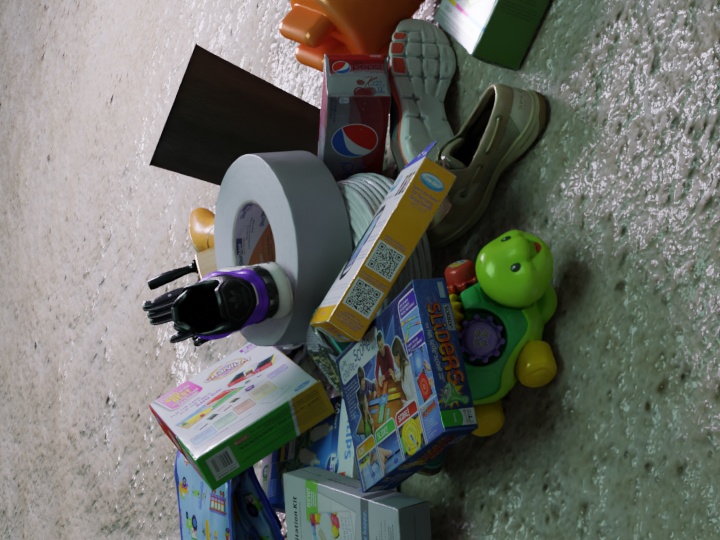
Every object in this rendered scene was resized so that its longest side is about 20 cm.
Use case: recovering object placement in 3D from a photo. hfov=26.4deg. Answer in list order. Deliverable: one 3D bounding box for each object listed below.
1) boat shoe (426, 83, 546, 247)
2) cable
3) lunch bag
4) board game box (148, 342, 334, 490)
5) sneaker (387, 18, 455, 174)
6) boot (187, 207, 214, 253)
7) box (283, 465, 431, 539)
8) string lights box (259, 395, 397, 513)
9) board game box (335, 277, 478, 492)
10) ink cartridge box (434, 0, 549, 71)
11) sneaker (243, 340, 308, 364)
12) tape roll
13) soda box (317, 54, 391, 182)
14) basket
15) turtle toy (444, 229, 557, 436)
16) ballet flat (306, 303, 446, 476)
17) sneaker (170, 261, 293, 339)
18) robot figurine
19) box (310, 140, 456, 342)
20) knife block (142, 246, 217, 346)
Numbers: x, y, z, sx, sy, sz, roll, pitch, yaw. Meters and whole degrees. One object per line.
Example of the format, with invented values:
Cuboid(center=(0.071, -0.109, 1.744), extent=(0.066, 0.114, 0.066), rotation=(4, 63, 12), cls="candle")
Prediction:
Cuboid(center=(0.103, -0.104, 1.502), extent=(0.200, 0.064, 0.073), rotation=(-52, 37, 37), cls="boat shoe")
Cuboid(center=(0.000, 0.000, 1.593), extent=(0.200, 0.069, 0.202), rotation=(31, 123, 54), cls="cable")
Cuboid(center=(-0.148, 0.279, 1.677), extent=(0.150, 0.093, 0.202), rotation=(7, 113, 61), cls="lunch bag")
Cuboid(center=(-0.130, 0.146, 1.634), extent=(0.041, 0.152, 0.200), rotation=(63, 167, -20), cls="board game box")
Cuboid(center=(0.052, -0.172, 1.617), extent=(0.082, 0.076, 0.202), rotation=(128, 148, -56), cls="sneaker")
Cuboid(center=(-0.145, -0.059, 1.936), extent=(0.144, 0.070, 0.202), rotation=(-54, 38, 24), cls="boot")
Cuboid(center=(-0.003, 0.285, 1.488), extent=(0.199, 0.041, 0.158), rotation=(8, 103, 56), cls="box")
Cuboid(center=(-0.033, 0.196, 1.625), extent=(0.199, 0.058, 0.104), rotation=(-25, 56, 55), cls="string lights box")
Cuboid(center=(0.037, 0.107, 1.371), extent=(0.200, 0.034, 0.137), rotation=(133, 129, -60), cls="board game box")
Cuboid(center=(0.153, -0.311, 1.506), extent=(0.201, 0.059, 0.104), rotation=(-65, 31, 20), cls="ink cartridge box")
Cuboid(center=(-0.075, 0.061, 1.759), extent=(0.071, 0.072, 0.201), rotation=(63, 141, 38), cls="sneaker")
Cuboid(center=(-0.084, -0.023, 1.603), extent=(0.200, 0.066, 0.203), rotation=(15, 107, 59), cls="tape roll")
Cuboid(center=(-0.010, -0.137, 1.630), extent=(0.201, 0.069, 0.064), rotation=(97, 170, -51), cls="soda box")
Cuboid(center=(-0.124, -0.155, 1.763), extent=(0.181, 0.198, 0.137), rotation=(-83, 17, -56), cls="basket")
Cuboid(center=(0.111, 0.044, 1.386), extent=(0.200, 0.100, 0.147), rotation=(-49, 39, 32), cls="turtle toy")
Cuboid(center=(0.012, 0.123, 1.511), extent=(0.201, 0.072, 0.072), rotation=(55, 133, 12), cls="ballet flat")
Cuboid(center=(-0.155, 0.035, 1.566), extent=(0.200, 0.099, 0.070), rotation=(-21, 86, 59), cls="sneaker")
Cuboid(center=(0.003, -0.304, 1.653), extent=(0.200, 0.144, 0.117), rotation=(-47, 3, -15), cls="robot figurine")
Cuboid(center=(0.026, -0.026, 1.439), extent=(0.201, 0.041, 0.119), rotation=(-57, 6, -8), cls="box")
Cuboid(center=(-0.156, 0.005, 1.802), extent=(0.201, 0.174, 0.064), rotation=(-57, 35, 31), cls="knife block")
